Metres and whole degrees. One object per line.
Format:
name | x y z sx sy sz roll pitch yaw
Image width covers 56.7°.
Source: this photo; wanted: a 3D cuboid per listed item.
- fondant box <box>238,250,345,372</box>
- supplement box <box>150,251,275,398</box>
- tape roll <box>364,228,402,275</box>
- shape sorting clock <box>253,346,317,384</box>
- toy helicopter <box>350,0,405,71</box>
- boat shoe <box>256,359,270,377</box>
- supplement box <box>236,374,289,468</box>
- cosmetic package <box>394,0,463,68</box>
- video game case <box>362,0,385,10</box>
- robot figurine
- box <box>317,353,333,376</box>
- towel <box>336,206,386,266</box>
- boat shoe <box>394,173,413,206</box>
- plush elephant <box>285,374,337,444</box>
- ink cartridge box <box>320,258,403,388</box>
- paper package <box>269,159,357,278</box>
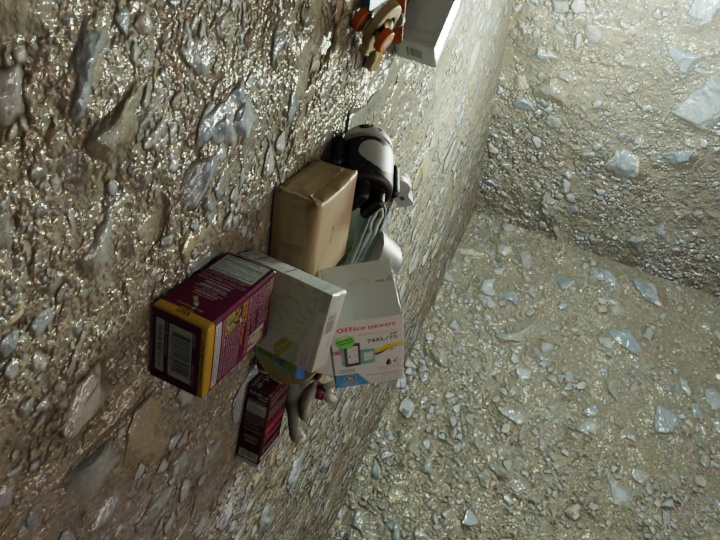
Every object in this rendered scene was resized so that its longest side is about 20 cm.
fondant box | -0.137 0.069 1.173 0.058 0.197 0.147 -17 127 -63
supplement box | -0.228 0.078 1.044 0.200 0.101 0.133 -45 152 -57
tape roll | 0.000 0.000 1.503 0.066 0.198 0.203 39 65 -30
shape sorting clock | -0.135 0.111 1.249 0.039 0.198 0.204 -3 115 -49
toy helicopter | 0.043 -0.479 1.363 0.133 0.079 0.200 -48 175 -15
boat shoe | -0.166 0.178 1.471 0.202 0.070 0.067 -57 157 -54
supplement box | -0.217 0.324 1.495 0.109 0.060 0.204 -44 151 -62
cosmetic package | 0.166 -0.604 1.592 0.203 0.111 0.081 -65 164 -11
video game case | 0.057 -0.621 1.347 0.201 0.017 0.146 -54 158 -49
robot figurine | 0.012 -0.217 1.431 0.151 0.122 0.204 63 25 -56
box | -0.054 0.164 1.550 0.200 0.149 0.109 -134 -119 -70
towel | -0.036 -0.059 1.504 0.048 0.170 0.203 39 66 -29
boat shoe | 0.123 -0.257 2.006 0.200 0.069 0.072 45 40 -70
plush elephant | -0.113 0.276 1.592 0.165 0.151 0.205 -136 -138 -62
ink cartridge box | 0.005 0.106 1.319 0.203 0.143 0.148 85 -5 -46
paper package | -0.093 -0.092 1.322 0.191 0.101 0.204 -50 154 -53
